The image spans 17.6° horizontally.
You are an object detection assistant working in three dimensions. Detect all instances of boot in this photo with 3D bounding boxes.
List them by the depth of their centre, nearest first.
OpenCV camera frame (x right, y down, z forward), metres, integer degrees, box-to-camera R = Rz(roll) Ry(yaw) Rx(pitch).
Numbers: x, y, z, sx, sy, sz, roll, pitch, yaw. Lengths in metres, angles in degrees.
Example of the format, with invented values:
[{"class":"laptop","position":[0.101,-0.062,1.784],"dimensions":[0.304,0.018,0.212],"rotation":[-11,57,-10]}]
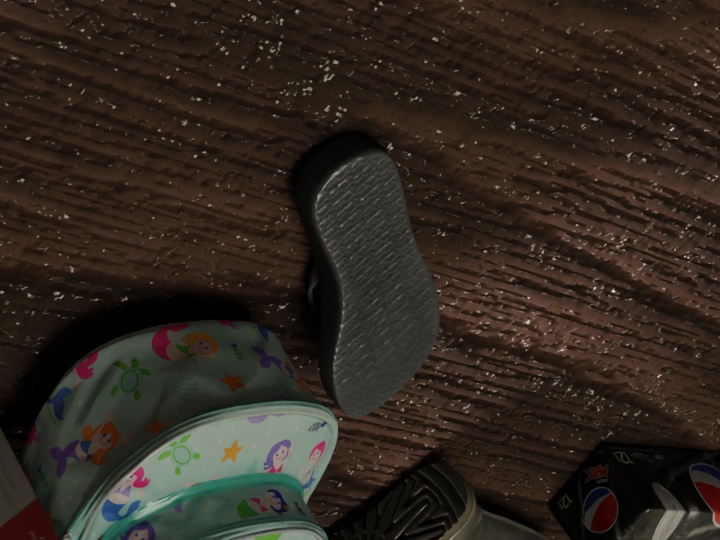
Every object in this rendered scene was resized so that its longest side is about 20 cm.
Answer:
[{"class":"boot","position":[0.041,0.218,1.582],"dimensions":[0.181,0.073,0.200],"rotation":[-34,153,4]}]

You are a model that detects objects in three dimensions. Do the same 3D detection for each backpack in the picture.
[{"class":"backpack","position":[-0.104,0.127,1.271],"dimensions":[0.177,0.151,0.201],"rotation":[-3,131,-40]}]

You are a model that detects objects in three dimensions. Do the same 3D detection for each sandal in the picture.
[{"class":"sandal","position":[0.000,-0.001,1.294],"dimensions":[0.076,0.043,0.201],"rotation":[-28,137,-22]}]

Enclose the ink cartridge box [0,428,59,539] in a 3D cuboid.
[{"class":"ink cartridge box","position":[-0.257,0.151,1.164],"dimensions":[0.199,0.146,0.084],"rotation":[-2,135,-39]}]

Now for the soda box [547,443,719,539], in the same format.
[{"class":"soda box","position":[0.232,0.173,1.678],"dimensions":[0.199,0.063,0.071],"rotation":[8,129,-46]}]
